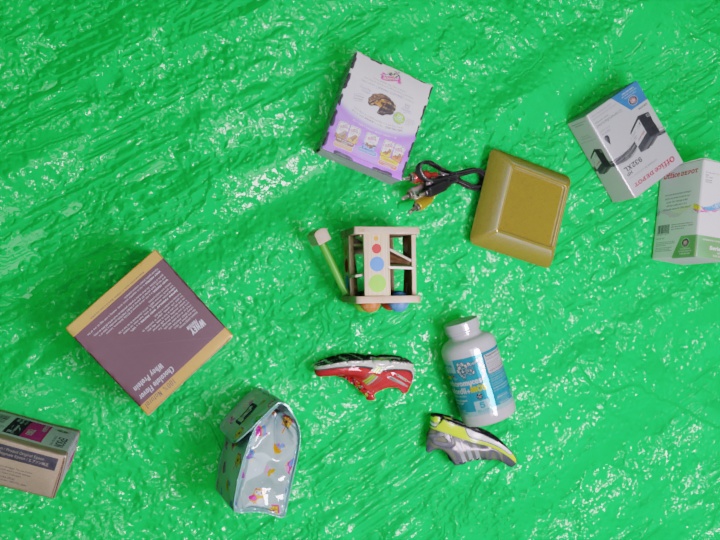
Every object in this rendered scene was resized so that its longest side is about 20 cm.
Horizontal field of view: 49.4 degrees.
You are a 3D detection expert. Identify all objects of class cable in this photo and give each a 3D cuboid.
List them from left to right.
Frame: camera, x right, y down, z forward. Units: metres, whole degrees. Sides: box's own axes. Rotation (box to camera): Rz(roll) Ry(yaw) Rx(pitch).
[{"bbox_3d":[0.163,-0.182,1.539,0.199,0.050,0.098,-22,110,-33],"label":"cable"}]

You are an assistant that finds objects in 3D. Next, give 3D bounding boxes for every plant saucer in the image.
[{"bbox_3d":[0.336,-0.126,1.581,0.199,0.048,0.201,16,84,-20],"label":"plant saucer"}]

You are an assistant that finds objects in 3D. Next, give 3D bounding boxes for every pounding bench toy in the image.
[{"bbox_3d":[0.000,0.000,1.467,0.198,0.124,0.157,0,89,-14],"label":"pounding bench toy"}]

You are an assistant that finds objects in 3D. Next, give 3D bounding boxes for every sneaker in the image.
[{"bbox_3d":[0.008,0.205,1.492,0.198,0.077,0.086,5,93,-13],"label":"sneaker"},{"bbox_3d":[0.215,0.350,1.548,0.199,0.074,0.081,24,93,-6],"label":"sneaker"}]

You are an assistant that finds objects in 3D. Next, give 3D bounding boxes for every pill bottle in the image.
[{"bbox_3d":[0.224,0.193,1.526,0.110,0.111,0.201,-19,93,-14],"label":"pill bottle"}]

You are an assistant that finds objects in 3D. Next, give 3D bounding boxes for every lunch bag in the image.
[{"bbox_3d":[-0.182,0.315,1.391,0.121,0.170,0.202,11,86,-21],"label":"lunch bag"}]

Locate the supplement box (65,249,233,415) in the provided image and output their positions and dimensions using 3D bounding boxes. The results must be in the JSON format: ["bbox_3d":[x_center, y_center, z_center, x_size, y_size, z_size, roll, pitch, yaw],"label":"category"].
[{"bbox_3d":[-0.364,0.106,1.370,0.197,0.133,0.200,-43,98,-11],"label":"supplement box"}]

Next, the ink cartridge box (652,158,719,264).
[{"bbox_3d":[0.694,-0.119,1.632,0.083,0.145,0.202,8,86,-14],"label":"ink cartridge box"}]

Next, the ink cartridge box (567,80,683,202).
[{"bbox_3d":[0.552,-0.266,1.631,0.145,0.084,0.201,-34,97,-13],"label":"ink cartridge box"}]

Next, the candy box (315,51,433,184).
[{"bbox_3d":[0.027,-0.291,1.508,0.167,0.072,0.201,21,84,-12],"label":"candy box"}]

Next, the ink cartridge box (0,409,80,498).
[{"bbox_3d":[-0.559,0.294,1.283,0.164,0.200,0.076,18,85,-13],"label":"ink cartridge box"}]
